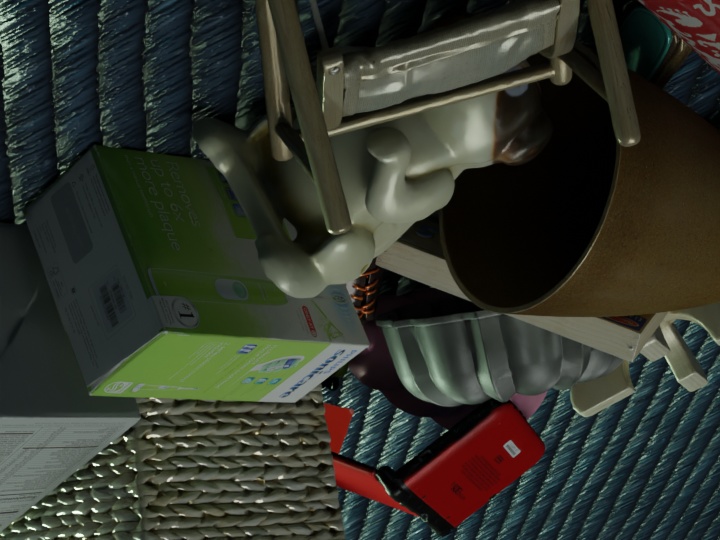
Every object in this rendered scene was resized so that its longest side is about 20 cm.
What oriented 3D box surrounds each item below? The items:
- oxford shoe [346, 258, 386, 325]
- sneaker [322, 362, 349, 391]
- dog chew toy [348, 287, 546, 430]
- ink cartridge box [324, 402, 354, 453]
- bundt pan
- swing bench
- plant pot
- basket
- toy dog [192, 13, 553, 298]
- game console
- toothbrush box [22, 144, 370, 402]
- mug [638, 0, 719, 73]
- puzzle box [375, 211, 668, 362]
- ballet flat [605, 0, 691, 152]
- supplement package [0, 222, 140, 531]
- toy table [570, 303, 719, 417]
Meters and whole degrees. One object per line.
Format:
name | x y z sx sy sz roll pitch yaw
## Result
oxford shoe | 0.000 0.000 1.742 0.071 0.073 0.200 -11 155 -26
sneaker | -0.097 0.107 1.878 0.200 0.083 0.072 -33 155 25
dog chew toy | 0.067 0.069 1.909 0.200 0.125 0.125 15 138 -44
ink cartridge box | -0.069 0.190 2.014 0.200 0.050 0.162 18 91 -54
bundt pan | 0.115 0.054 1.755 0.202 0.076 0.202 -11 -177 1
swing bench | 0.041 -0.156 1.328 0.199 0.130 0.200 -16 118 -12
plant pot | 0.187 -0.043 1.572 0.200 0.186 0.186 15 140 -33
basket | -0.142 0.158 1.661 0.200 0.161 0.198 3 170 -44
toy dog | 0.028 -0.079 1.508 0.200 0.140 0.194 -35 149 18
game console | 0.040 0.139 1.876 0.172 0.119 0.200 -39 160 1
toothbrush box | -0.109 0.006 1.560 0.086 0.146 0.200 -38 152 31
mug | 0.248 -0.212 1.477 0.133 0.178 0.200 7 171 35
puzzle box | 0.125 -0.004 1.661 0.133 0.200 0.025 -45 152 -58
ballet flat | 0.189 -0.135 1.644 0.072 0.068 0.200 -30 162 -38
supplement package | -0.284 0.082 1.560 0.151 0.152 0.200 4 146 -47
toy table | 0.245 0.036 1.994 0.200 0.117 0.184 -34 155 24
